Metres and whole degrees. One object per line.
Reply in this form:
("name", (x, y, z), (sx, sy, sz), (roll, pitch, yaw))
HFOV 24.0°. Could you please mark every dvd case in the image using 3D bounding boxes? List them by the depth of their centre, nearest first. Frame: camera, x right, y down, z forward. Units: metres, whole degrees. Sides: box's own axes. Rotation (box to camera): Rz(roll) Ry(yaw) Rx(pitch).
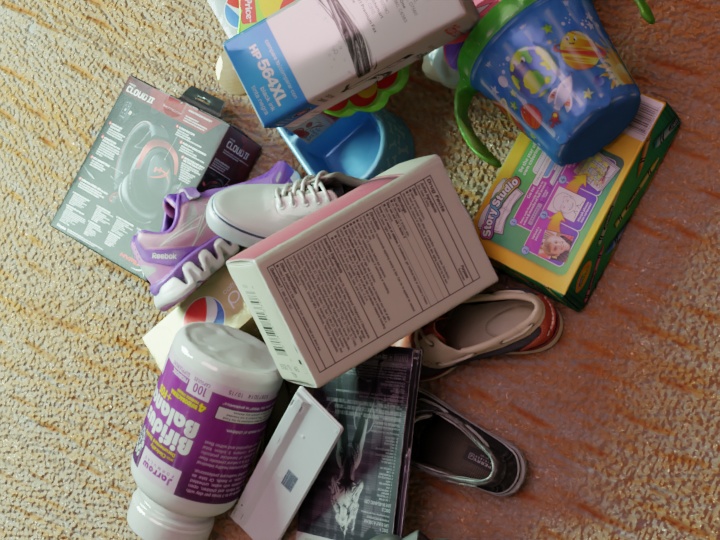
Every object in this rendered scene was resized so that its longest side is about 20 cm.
("dvd case", (-0.003, 0.168, 1.554), (0.148, 0.016, 0.203), (1, 83, 53))

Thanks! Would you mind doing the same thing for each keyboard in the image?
("keyboard", (-0.070, 0.188, 1.565), (0.056, 0.011, 0.201), (39, 132, 13))

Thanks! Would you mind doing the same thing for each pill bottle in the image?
("pill bottle", (-0.153, 0.160, 1.607), (0.112, 0.112, 0.202), (31, 109, 30))

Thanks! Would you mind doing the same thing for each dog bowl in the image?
("dog bowl", (-0.028, -0.149, 1.693), (0.111, 0.050, 0.201), (-40, 62, 10))

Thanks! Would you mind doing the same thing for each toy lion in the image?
("toy lion", (-0.040, -0.242, 1.570), (0.189, 0.069, 0.203), (-6, 89, 17))

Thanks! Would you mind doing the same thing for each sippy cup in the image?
("sippy cup", (0.175, -0.169, 1.493), (0.131, 0.139, 0.178), (53, 144, 20))

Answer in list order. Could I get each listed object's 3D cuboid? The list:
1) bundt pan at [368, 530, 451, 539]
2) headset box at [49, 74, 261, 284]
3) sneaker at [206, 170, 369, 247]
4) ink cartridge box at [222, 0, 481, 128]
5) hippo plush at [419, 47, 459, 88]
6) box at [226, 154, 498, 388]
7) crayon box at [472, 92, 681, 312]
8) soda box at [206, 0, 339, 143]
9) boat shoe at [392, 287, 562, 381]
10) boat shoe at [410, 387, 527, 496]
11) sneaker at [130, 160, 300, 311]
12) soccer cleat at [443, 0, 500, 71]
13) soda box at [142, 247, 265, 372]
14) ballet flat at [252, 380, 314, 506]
("bundt pan", (0.045, 0.307, 1.459), (0.200, 0.203, 0.076), (-23, 23, 18))
("headset box", (-0.206, -0.096, 1.749), (0.148, 0.075, 0.202), (26, 88, 30))
("sneaker", (-0.046, -0.065, 1.607), (0.197, 0.071, 0.074), (1, 51, -15))
("ink cartridge box", (-0.002, -0.205, 1.462), (0.198, 0.146, 0.085), (-27, 90, 11))
("hippo plush", (0.097, -0.273, 1.603), (0.198, 0.161, 0.161), (-16, 68, 21))
("box", (0.000, 0.000, 1.523), (0.199, 0.109, 0.129), (-29, 98, -17))
("crayon box", (0.193, -0.080, 1.558), (0.118, 0.058, 0.202), (28, 88, 30))
("soda box", (-0.085, -0.226, 1.675), (0.063, 0.070, 0.201), (-36, 64, 13))
("boat shoe", (0.087, 0.057, 1.568), (0.198, 0.062, 0.072), (-10, 72, 25))
("boat shoe", (0.059, 0.146, 1.548), (0.198, 0.071, 0.073), (18, 84, 32))
("sneaker", (-0.146, -0.053, 1.662), (0.200, 0.080, 0.089), (-42, 93, -23))
("soccer cleat", (0.152, -0.258, 1.534), (0.200, 0.067, 0.076), (-49, 42, -5))
("soda box", (-0.115, 0.035, 1.672), (0.200, 0.064, 0.068), (-41, 62, 11))
("ballet flat", (-0.067, 0.129, 1.630), (0.067, 0.046, 0.202), (9, 79, 27))
